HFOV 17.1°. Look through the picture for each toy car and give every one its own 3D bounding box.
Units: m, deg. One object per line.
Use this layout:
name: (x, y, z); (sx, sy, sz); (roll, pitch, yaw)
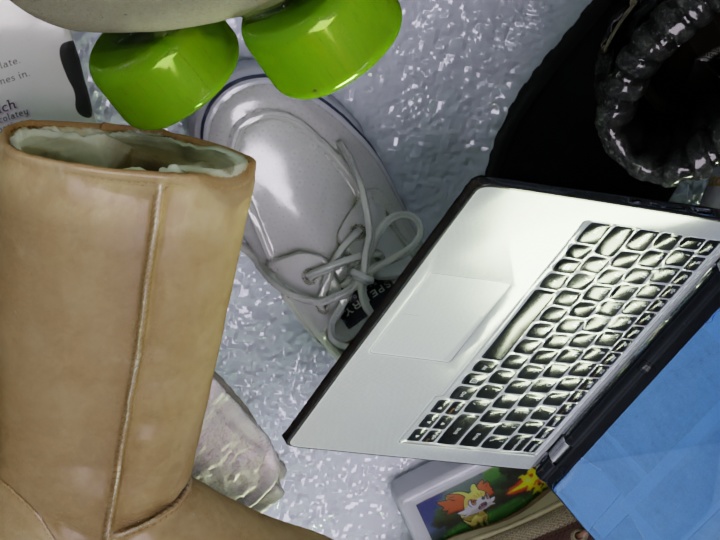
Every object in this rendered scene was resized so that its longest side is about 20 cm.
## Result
toy car: (-0.050, -0.183, 0.885); (0.157, 0.201, 0.165); (-7, 131, 39)

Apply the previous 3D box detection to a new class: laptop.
laptop: (0.101, 0.073, 0.962); (0.199, 0.117, 0.188); (7, 141, -26)

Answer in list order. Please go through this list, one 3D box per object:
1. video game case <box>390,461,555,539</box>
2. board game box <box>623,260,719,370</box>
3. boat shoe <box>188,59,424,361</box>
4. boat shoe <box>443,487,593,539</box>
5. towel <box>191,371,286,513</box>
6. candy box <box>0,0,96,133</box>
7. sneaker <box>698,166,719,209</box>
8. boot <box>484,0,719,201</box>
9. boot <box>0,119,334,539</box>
video game case: (0.135, 0.132, 1.160); (0.199, 0.022, 0.183); (-26, 118, -2)
board game box: (0.190, 0.053, 1.062); (0.199, 0.034, 0.134); (28, 145, -25)
boat shoe: (-0.004, 0.003, 1.022); (0.074, 0.086, 0.203); (-31, 119, -1)
boat shoe: (0.075, 0.159, 1.102); (0.199, 0.072, 0.072); (-32, 118, 1)
towel: (-0.129, 0.063, 0.976); (0.132, 0.035, 0.200); (-40, 120, 3)
candy box: (-0.170, -0.034, 0.971); (0.135, 0.061, 0.201); (-17, 119, -9)
sneaker: (0.234, 0.001, 1.097); (0.199, 0.076, 0.081); (30, 78, -36)
boot: (0.115, -0.056, 0.980); (0.079, 0.158, 0.212); (23, 113, -9)
boot: (-0.065, 0.049, 0.934); (0.174, 0.066, 0.201); (3, 112, -18)
